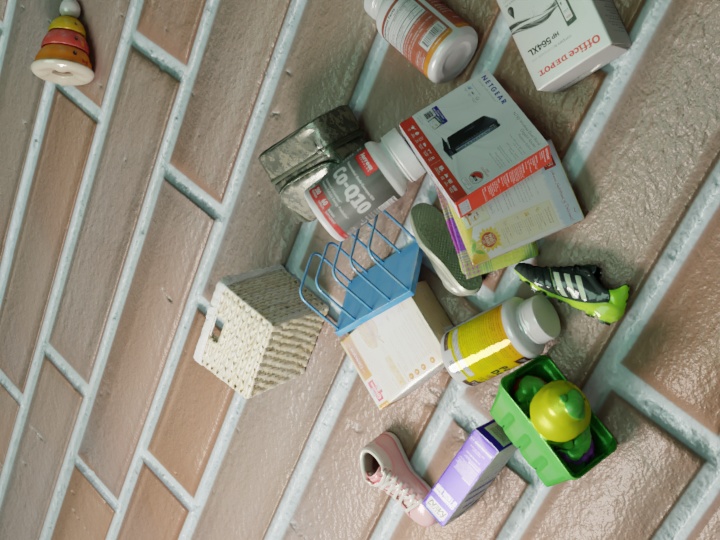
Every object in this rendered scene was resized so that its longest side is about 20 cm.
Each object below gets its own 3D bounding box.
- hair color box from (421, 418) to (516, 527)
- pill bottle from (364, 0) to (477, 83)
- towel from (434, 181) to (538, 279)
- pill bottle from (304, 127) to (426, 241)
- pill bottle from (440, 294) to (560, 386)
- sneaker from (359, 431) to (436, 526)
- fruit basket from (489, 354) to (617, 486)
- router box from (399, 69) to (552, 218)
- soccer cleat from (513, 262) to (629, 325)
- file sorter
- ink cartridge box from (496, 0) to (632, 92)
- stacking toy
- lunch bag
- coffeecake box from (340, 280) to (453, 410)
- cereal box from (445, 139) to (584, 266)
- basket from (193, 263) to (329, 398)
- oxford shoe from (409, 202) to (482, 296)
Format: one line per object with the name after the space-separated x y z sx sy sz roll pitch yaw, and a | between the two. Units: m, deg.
0.202 0.357 1.694 0.065 0.109 0.201 42 119 24 | hair color box
0.100 -0.425 1.641 0.200 0.112 0.113 47 122 23 | pill bottle
0.214 -0.102 1.609 0.142 0.023 0.202 -17 93 5 | towel
0.010 -0.153 1.665 0.199 0.114 0.114 -37 74 8 | pill bottle
0.241 0.117 1.624 0.199 0.109 0.110 -32 78 37 | pill bottle
0.066 0.412 1.813 0.075 0.104 0.201 -41 74 32 | sneaker
0.325 0.233 1.548 0.214 0.155 0.218 24 124 41 | fruit basket
0.187 -0.211 1.559 0.178 0.049 0.201 -32 56 1 | router box
0.349 0.019 1.561 0.199 0.067 0.082 26 97 30 | soccer cleat
0.000 0.000 1.745 0.122 0.140 0.199 40 130 -23 | file sorter
0.314 -0.405 1.496 0.145 0.084 0.202 -30 79 37 | ink cartridge box
-0.698 -0.551 2.242 0.145 0.145 0.203 -3 81 38 | stacking toy
-0.071 -0.197 1.803 0.199 0.139 0.169 -25 99 38 | lunch bag
0.078 0.142 1.776 0.200 0.073 0.154 -42 73 34 | coffeecake box
0.251 -0.111 1.566 0.198 0.040 0.145 -22 84 6 | cereal box
-0.200 0.121 1.909 0.160 0.199 0.200 35 117 26 | basket
0.148 -0.033 1.703 0.201 0.075 0.058 57 161 18 | oxford shoe
